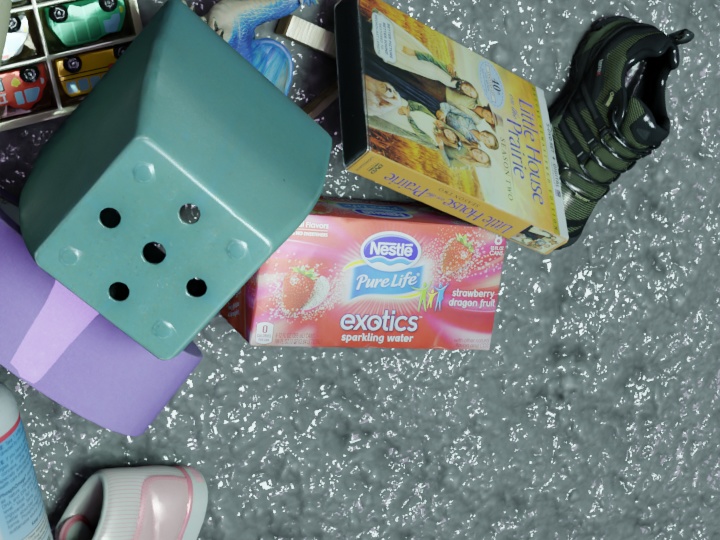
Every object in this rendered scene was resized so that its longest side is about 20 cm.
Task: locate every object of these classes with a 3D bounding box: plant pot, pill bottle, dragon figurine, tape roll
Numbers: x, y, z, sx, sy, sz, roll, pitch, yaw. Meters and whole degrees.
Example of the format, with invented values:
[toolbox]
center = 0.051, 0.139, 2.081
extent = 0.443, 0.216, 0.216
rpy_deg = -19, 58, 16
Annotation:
[plant pot]
center = -0.108, -0.046, 0.657
extent = 0.141, 0.200, 0.141
rpy_deg = 40, 103, -17
[pill bottle]
center = -0.278, 0.142, 0.769
extent = 0.108, 0.109, 0.201
rpy_deg = -15, 109, -19
[dragon figurine]
center = -0.086, -0.139, 0.792
extent = 0.099, 0.059, 0.201
rpy_deg = -15, 129, -46
[tape roll]
center = -0.198, 0.018, 0.719
extent = 0.200, 0.200, 0.066
rpy_deg = 40, 86, -26

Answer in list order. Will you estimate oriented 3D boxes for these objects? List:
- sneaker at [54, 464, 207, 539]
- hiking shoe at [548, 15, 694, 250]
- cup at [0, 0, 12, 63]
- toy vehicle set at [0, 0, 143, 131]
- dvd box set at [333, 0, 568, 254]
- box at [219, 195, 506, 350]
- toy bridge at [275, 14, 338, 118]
[sneaker]
center = -0.189, 0.239, 0.843
extent = 0.104, 0.075, 0.201
rpy_deg = 16, 90, -41
[hiking shoe]
center = 0.194, -0.108, 0.907
extent = 0.075, 0.101, 0.201
rpy_deg = 18, 96, -25
[cup]
center = -0.282, -0.136, 0.635
extent = 0.200, 0.201, 0.144
rpy_deg = -20, 138, -17
[toy vehicle set]
center = -0.246, -0.157, 0.748
extent = 0.199, 0.027, 0.125
rpy_deg = -17, 110, -18
[dvd box set]
center = 0.068, -0.106, 0.829
extent = 0.199, 0.029, 0.147
rpy_deg = 21, 53, -35
[box]
center = 0.000, 0.000, 0.856
extent = 0.199, 0.095, 0.100
rpy_deg = 3, 101, -24
[toy bridge]
center = -0.029, -0.169, 0.837
extent = 0.067, 0.027, 0.201
rpy_deg = 18, 96, -27
